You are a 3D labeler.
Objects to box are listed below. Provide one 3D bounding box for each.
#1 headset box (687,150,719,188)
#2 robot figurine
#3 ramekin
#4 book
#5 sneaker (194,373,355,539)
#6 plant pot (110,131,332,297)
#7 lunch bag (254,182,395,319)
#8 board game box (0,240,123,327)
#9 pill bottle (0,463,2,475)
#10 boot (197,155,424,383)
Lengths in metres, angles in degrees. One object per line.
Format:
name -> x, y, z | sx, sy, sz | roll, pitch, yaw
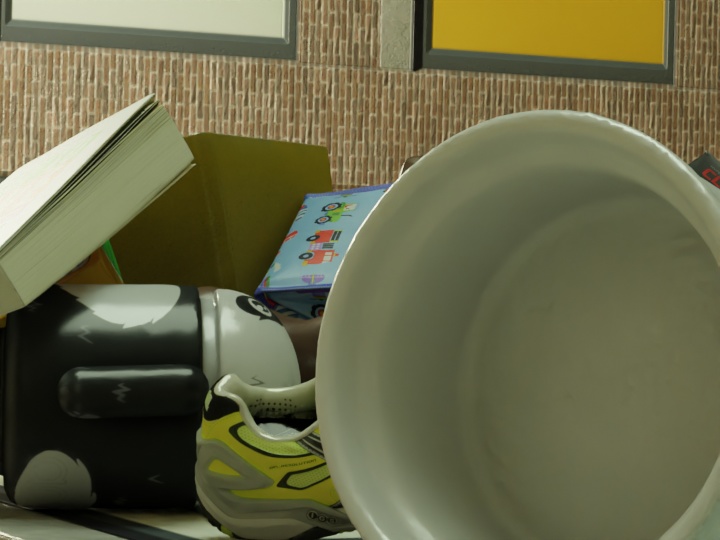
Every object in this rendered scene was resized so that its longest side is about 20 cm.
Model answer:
headset box -> 0.206, 0.028, 1.537 | 0.149, 0.077, 0.200 | 43, 48, 17
robot figurine -> -0.132, 0.066, 1.399 | 0.199, 0.125, 0.151 | 1, 36, -6
ramekin -> 0.089, 0.043, 1.026 | 0.200, 0.202, 0.098 | 2, -7, 35
book -> -0.193, -0.017, 1.420 | 0.133, 0.048, 0.200 | -21, 17, 31
sneaker -> 0.016, 0.086, 1.243 | 0.199, 0.077, 0.076 | -5, 35, 1
plant pot -> -0.124, 0.026, 1.704 | 0.199, 0.177, 0.200 | -18, -8, 23
lunch bag -> 0.053, -0.002, 1.622 | 0.199, 0.094, 0.151 | -14, 21, 18
board game box -> -0.241, 0.027, 1.526 | 0.199, 0.040, 0.153 | -31, 29, 1
pill bottle -> -0.124, 0.076, 1.558 | 0.199, 0.107, 0.106 | 1, 0, 9
boot -> 0.000, 0.000, 1.435 | 0.186, 0.201, 0.064 | 30, 38, 8
